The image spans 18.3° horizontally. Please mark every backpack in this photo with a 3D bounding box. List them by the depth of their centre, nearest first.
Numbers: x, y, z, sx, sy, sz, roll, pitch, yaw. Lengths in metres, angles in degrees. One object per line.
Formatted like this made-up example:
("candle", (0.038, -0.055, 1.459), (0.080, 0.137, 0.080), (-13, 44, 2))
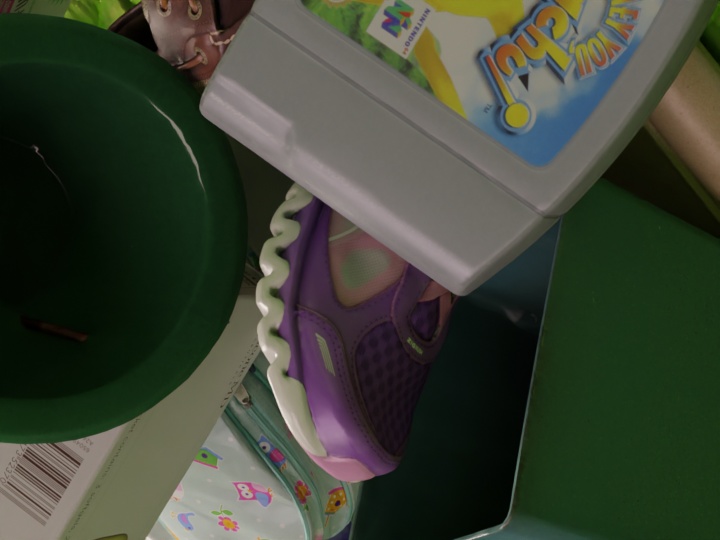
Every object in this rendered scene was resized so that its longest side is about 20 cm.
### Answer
("backpack", (-0.074, 0.054, 1.131), (0.166, 0.127, 0.200), (-10, 125, 51))

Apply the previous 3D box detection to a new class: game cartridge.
("game cartridge", (0.048, -0.100, 0.739), (0.133, 0.201, 0.040), (34, -168, 9))

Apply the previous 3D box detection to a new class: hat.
("hat", (-0.165, -0.021, 0.934), (0.198, 0.167, 0.176), (5, -178, -20))

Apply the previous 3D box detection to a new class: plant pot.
("plant pot", (0.121, 0.074, 0.878), (0.199, 0.143, 0.141), (20, 156, -20))

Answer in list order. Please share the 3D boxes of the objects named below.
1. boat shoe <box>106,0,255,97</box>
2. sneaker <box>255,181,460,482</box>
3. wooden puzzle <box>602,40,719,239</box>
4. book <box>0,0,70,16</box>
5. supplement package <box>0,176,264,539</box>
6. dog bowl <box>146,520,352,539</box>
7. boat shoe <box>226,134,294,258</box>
("boat shoe", (-0.057, -0.106, 0.885), (0.072, 0.073, 0.200), (30, 162, -14))
("sneaker", (0.024, -0.020, 0.810), (0.088, 0.202, 0.081), (-4, 147, 27))
("wooden puzzle", (0.069, -0.061, 0.904), (0.185, 0.037, 0.200), (49, 146, -11))
("book", (-0.180, -0.112, 0.932), (0.048, 0.200, 0.134), (38, 132, 7))
("supplement package", (-0.157, 0.052, 0.998), (0.155, 0.201, 0.111), (34, -169, 15))
("dog bowl", (-0.069, 0.168, 1.285), (0.199, 0.079, 0.200), (34, 161, 13))
("boat shoe", (0.000, 0.000, 1.019), (0.201, 0.068, 0.057), (58, -173, 6))
